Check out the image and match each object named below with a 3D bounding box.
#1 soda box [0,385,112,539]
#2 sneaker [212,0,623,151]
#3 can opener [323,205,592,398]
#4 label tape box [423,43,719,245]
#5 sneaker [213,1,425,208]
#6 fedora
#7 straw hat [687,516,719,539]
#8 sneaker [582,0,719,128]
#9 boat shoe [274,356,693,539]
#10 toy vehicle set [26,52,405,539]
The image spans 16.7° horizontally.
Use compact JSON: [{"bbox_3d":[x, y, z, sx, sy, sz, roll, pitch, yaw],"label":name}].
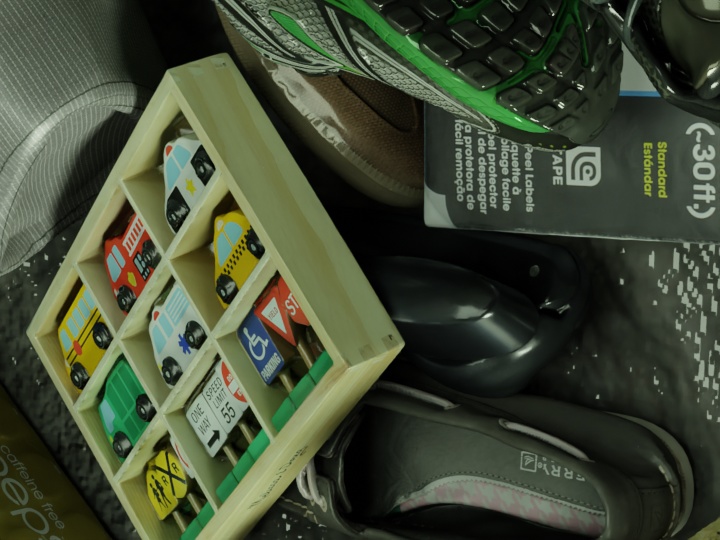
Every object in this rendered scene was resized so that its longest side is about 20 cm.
[{"bbox_3d":[-0.171,0.096,1.029,0.064,0.068,0.200,-47,71,28],"label":"soda box"},{"bbox_3d":[0.008,-0.097,0.822,0.200,0.078,0.085,37,150,29],"label":"sneaker"},{"bbox_3d":[0.000,0.000,0.911,0.199,0.079,0.064,13,66,44],"label":"can opener"},{"bbox_3d":[0.119,-0.084,0.819,0.199,0.063,0.145,4,99,33],"label":"label tape box"},{"bbox_3d":[-0.014,-0.120,0.898,0.075,0.070,0.201,-38,76,30],"label":"sneaker"},{"bbox_3d":[-0.129,-0.063,0.912,0.090,0.177,0.200,50,157,12],"label":"fedora"},{"bbox_3d":[0.158,0.167,0.805,0.201,0.085,0.202,-31,36,26],"label":"straw hat"},{"bbox_3d":[0.076,-0.111,0.711,0.199,0.114,0.076,44,93,-8],"label":"sneaker"},{"bbox_3d":[0.024,0.071,0.904,0.199,0.057,0.067,5,100,33],"label":"boat shoe"},{"bbox_3d":[-0.061,0.025,0.916,0.125,0.026,0.200,58,146,15],"label":"toy vehicle set"}]
